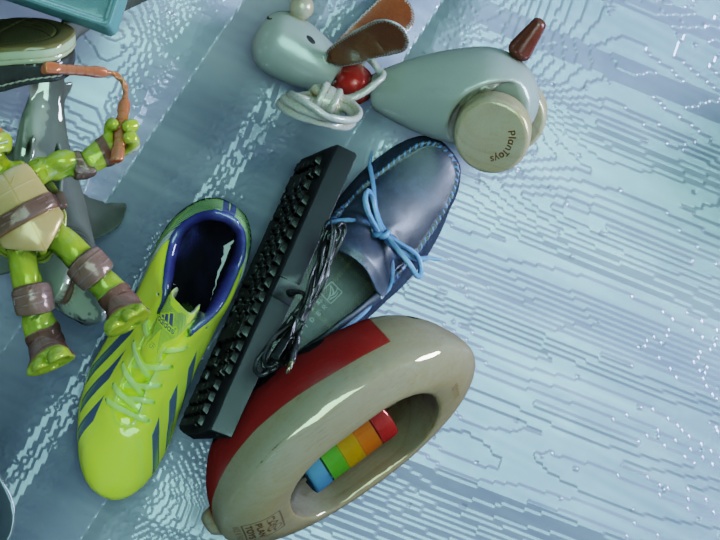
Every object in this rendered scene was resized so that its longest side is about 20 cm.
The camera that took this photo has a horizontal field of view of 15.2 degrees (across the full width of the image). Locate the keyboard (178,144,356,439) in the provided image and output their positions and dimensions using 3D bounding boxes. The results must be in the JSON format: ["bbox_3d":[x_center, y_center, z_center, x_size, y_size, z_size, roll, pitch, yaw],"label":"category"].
[{"bbox_3d":[-0.053,0.012,1.664,0.021,0.127,0.201,30,73,-23],"label":"keyboard"}]

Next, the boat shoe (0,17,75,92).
[{"bbox_3d":[-0.260,-0.111,1.654,0.199,0.072,0.067,-5,109,21],"label":"boat shoe"}]

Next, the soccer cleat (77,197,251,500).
[{"bbox_3d":[-0.126,0.047,1.683,0.064,0.084,0.201,24,84,-8],"label":"soccer cleat"}]

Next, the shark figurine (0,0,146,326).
[{"bbox_3d":[-0.177,-0.066,1.691,0.089,0.128,0.216,9,78,-39],"label":"shark figurine"}]

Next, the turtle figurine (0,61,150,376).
[{"bbox_3d":[-0.204,-0.021,1.589,0.199,0.064,0.162,-26,84,-19],"label":"turtle figurine"}]

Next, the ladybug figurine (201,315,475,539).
[{"bbox_3d":[-0.021,0.095,1.683,0.199,0.136,0.072,-34,64,-11],"label":"ladybug figurine"}]

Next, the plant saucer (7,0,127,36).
[{"bbox_3d":[-0.229,-0.202,1.599,0.199,0.019,0.070,18,101,-11],"label":"plant saucer"}]

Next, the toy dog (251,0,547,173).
[{"bbox_3d":[0.039,-0.136,1.710,0.199,0.132,0.097,14,107,-18],"label":"toy dog"}]

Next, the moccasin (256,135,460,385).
[{"bbox_3d":[0.000,0.000,1.714,0.080,0.068,0.201,37,82,-6],"label":"moccasin"}]

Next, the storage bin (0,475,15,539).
[{"bbox_3d":[-0.294,0.095,1.627,0.145,0.134,0.201,-28,93,-10],"label":"storage bin"}]
